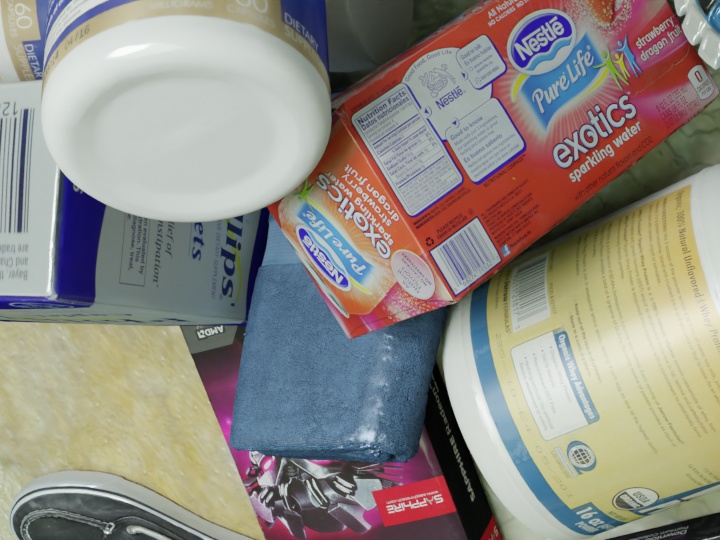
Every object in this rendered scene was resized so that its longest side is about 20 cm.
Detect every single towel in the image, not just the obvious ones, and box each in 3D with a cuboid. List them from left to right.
[{"bbox_3d":[0.000,0.000,0.878,0.111,0.048,0.201,-2,69,37],"label":"towel"}]

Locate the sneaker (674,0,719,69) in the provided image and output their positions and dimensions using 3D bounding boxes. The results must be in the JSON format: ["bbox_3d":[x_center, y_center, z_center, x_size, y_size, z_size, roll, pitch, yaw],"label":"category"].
[{"bbox_3d":[0.212,-0.097,0.793,0.075,0.086,0.201,-45,52,37],"label":"sneaker"}]

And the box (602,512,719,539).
[{"bbox_3d":[0.162,0.217,0.973,0.199,0.036,0.143,-17,104,26],"label":"box"}]

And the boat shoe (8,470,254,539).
[{"bbox_3d":[-0.130,0.182,1.049,0.199,0.068,0.072,21,115,12],"label":"boat shoe"}]

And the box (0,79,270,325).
[{"bbox_3d":[-0.167,-0.028,0.888,0.183,0.200,0.105,1,86,27],"label":"box"}]

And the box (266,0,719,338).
[{"bbox_3d":[0.058,-0.066,0.804,0.100,0.200,0.095,58,148,-7],"label":"box"}]

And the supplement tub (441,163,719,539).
[{"bbox_3d":[0.156,0.035,0.844,0.199,0.145,0.145,-25,100,27],"label":"supplement tub"}]

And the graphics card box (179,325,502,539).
[{"bbox_3d":[-0.011,0.089,0.980,0.125,0.051,0.201,-14,103,25],"label":"graphics card box"}]

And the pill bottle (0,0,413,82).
[{"bbox_3d":[-0.080,-0.136,0.879,0.199,0.111,0.111,-2,109,25],"label":"pill bottle"}]

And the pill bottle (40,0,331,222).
[{"bbox_3d":[-0.073,-0.131,0.734,0.115,0.201,0.116,-3,145,-2],"label":"pill bottle"}]
